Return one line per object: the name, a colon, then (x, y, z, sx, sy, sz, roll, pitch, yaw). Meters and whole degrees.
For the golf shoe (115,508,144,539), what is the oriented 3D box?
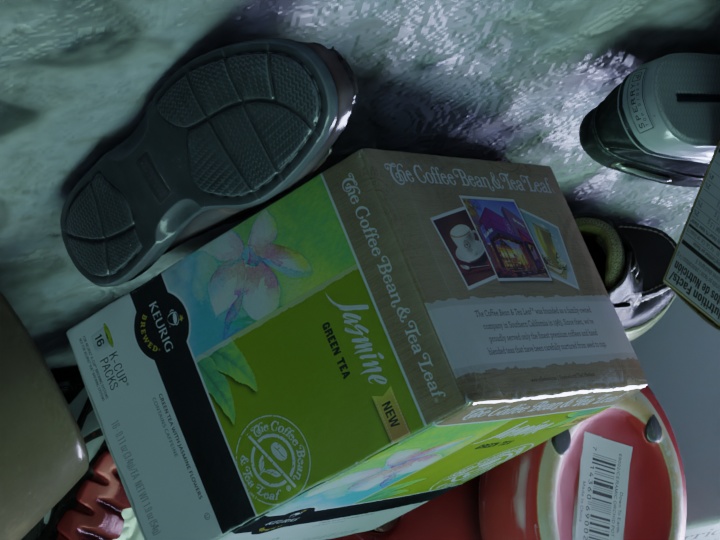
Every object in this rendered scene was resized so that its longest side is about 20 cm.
golf shoe: (-0.128, 0.148, 1.226, 0.200, 0.092, 0.075, -38, 168, 1)

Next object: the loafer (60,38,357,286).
loafer: (-0.065, -0.056, 0.975, 0.063, 0.072, 0.200, -22, 173, -47)

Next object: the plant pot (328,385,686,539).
plant pot: (0.084, 0.140, 1.251, 0.182, 0.202, 0.200, -5, 170, 43)

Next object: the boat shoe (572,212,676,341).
boat shoe: (0.129, 0.002, 1.199, 0.199, 0.073, 0.065, -14, 151, -46)

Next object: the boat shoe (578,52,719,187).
boat shoe: (0.197, -0.079, 1.107, 0.199, 0.073, 0.071, 7, 164, -37)

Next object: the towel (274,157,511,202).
towel: (0.000, 0.000, 1.183, 0.143, 0.023, 0.200, -10, 155, -18)

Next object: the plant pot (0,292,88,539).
plant pot: (-0.235, 0.097, 1.054, 0.174, 0.201, 0.201, -29, 160, -15)

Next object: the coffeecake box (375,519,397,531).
coffeecake box: (-0.023, 0.183, 1.432, 0.200, 0.073, 0.153, -35, 180, 34)

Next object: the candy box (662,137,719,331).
candy box: (0.240, -0.067, 1.041, 0.116, 0.056, 0.201, 0, 121, -35)

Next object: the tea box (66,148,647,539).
tea box: (0.002, 0.043, 1.047, 0.196, 0.134, 0.199, -32, 164, 28)

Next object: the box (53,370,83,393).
box: (-0.241, 0.131, 1.271, 0.158, 0.046, 0.200, -10, 156, -20)

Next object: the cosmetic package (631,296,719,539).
cosmetic package: (0.209, 0.123, 1.423, 0.166, 0.167, 0.200, -10, 155, -16)

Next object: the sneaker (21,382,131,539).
sneaker: (-0.156, 0.100, 1.153, 0.097, 0.202, 0.071, 22, 169, 17)
